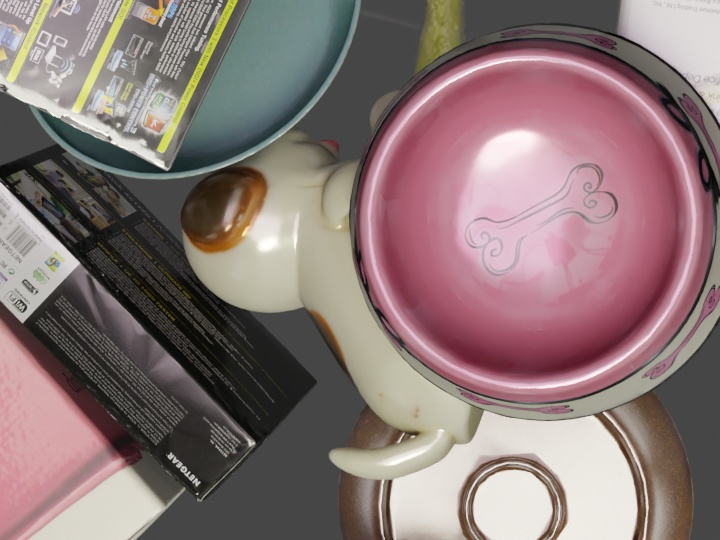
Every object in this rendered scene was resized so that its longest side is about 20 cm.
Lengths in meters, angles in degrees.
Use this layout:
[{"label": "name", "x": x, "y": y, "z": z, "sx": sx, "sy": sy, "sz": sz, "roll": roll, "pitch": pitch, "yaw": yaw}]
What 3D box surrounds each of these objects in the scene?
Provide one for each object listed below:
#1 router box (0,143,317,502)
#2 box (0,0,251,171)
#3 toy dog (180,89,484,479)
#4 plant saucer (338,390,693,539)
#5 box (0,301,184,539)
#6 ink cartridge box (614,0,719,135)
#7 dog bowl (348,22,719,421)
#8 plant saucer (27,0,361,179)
[{"label": "router box", "x": -0.122, "y": 0.022, "z": 1.406, "sx": 0.200, "sy": 0.149, "sz": 0.051, "roll": 46, "pitch": 105, "yaw": 2}, {"label": "box", "x": -0.127, "y": -0.174, "z": 1.327, "sx": 0.160, "sy": 0.044, "sz": 0.200, "roll": 24, "pitch": 97, "yaw": -12}, {"label": "toy dog", "x": 0.000, "y": 0.000, "z": 1.409, "sx": 0.200, "sy": 0.140, "sz": 0.194, "roll": 28, "pitch": 88, "yaw": 16}, {"label": "plant saucer", "x": 0.085, "y": 0.131, "z": 1.456, "sx": 0.200, "sy": 0.032, "sz": 0.201, "roll": 0, "pitch": 94, "yaw": 5}, {"label": "box", "x": -0.200, "y": 0.082, "z": 1.429, "sx": 0.109, "sy": 0.128, "sz": 0.200, "roll": -42, "pitch": 90, "yaw": 5}, {"label": "ink cartridge box", "x": 0.203, "y": -0.100, "z": 1.373, "sx": 0.146, "sy": 0.146, "sz": 0.200, "roll": 8, "pitch": 94, "yaw": 4}, {"label": "dog bowl", "x": 0.087, "y": -0.024, "z": 1.279, "sx": 0.200, "sy": 0.074, "sz": 0.201, "roll": 0, "pitch": 90, "yaw": 10}, {"label": "plant saucer", "x": -0.090, "y": -0.135, "z": 1.421, "sx": 0.200, "sy": 0.036, "sz": 0.200, "roll": -6, "pitch": 66, "yaw": 15}]
